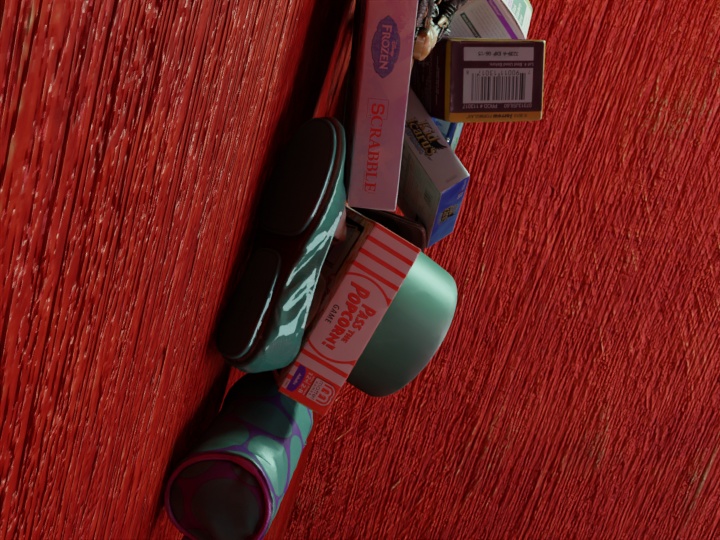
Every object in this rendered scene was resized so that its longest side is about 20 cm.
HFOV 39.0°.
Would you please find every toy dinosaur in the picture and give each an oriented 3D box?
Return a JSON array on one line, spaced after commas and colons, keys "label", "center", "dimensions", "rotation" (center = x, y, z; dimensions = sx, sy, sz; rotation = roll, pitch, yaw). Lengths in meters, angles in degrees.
[{"label": "toy dinosaur", "center": [0.043, -0.249, 1.000], "dimensions": [0.200, 0.102, 0.136], "rotation": [-50, -166, 35]}]

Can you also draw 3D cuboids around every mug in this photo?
[{"label": "mug", "center": [-0.003, 0.046, 1.045], "dimensions": [0.185, 0.114, 0.153], "rotation": [-46, -155, 21]}]

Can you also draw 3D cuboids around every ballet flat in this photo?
[{"label": "ballet flat", "center": [-0.049, -0.016, 0.779], "dimensions": [0.070, 0.067, 0.202], "rotation": [26, 84, -51]}]

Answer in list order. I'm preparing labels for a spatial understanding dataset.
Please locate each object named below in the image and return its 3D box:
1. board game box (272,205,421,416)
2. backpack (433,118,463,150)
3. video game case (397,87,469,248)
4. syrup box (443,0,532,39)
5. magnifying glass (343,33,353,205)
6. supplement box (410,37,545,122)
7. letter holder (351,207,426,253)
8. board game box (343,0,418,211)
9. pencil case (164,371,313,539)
[{"label": "board game box", "center": [-0.025, 0.024, 0.875], "dimensions": [0.153, 0.046, 0.200], "rotation": [-59, -168, 3]}, {"label": "backpack", "center": [0.077, -0.223, 1.487], "dimensions": [0.183, 0.145, 0.203], "rotation": [109, -4, -86]}, {"label": "video game case", "center": [0.053, -0.139, 1.190], "dimensions": [0.045, 0.182, 0.200], "rotation": [-31, 167, -9]}, {"label": "syrup box", "center": [0.116, -0.302, 1.304], "dimensions": [0.199, 0.082, 0.079], "rotation": [-22, -148, 33]}, {"label": "magnifying glass", "center": [-0.010, -0.155, 1.047], "dimensions": [0.080, 0.022, 0.203], "rotation": [-87, -178, -72]}, {"label": "supplement box", "center": [0.118, -0.219, 1.146], "dimensions": [0.200, 0.109, 0.087], "rotation": [-138, -133, -71]}, {"label": "letter holder", "center": [0.000, 0.000, 1.271], "dimensions": [0.200, 0.140, 0.102], "rotation": [101, 6, -72]}, {"label": "board game box", "center": [0.013, -0.164, 0.856], "dimensions": [0.200, 0.041, 0.203], "rotation": [-107, -158, -79]}, {"label": "pencil case", "center": [-0.092, 0.149, 0.818], "dimensions": [0.093, 0.085, 0.200], "rotation": [-52, -178, 13]}]
